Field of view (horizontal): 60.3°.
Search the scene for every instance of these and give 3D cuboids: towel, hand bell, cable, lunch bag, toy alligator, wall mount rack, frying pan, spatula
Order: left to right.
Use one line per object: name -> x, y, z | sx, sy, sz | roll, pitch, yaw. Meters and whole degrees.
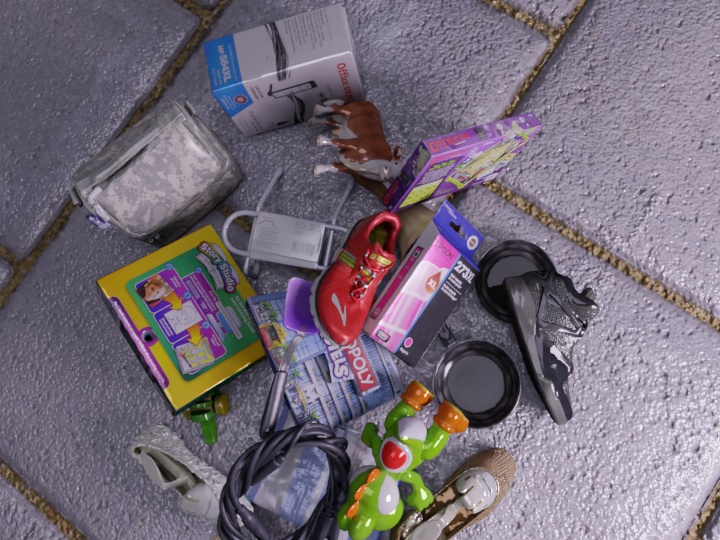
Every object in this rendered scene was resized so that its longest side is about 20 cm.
lunch bag -> -0.289, -0.141, 0.878 | 0.200, 0.168, 0.140 | -39, 76, 0
toy alligator -> -0.224, 0.142, 0.872 | 0.059, 0.054, 0.202 | -7, 78, 6
cable -> -0.092, 0.274, 0.776 | 0.162, 0.051, 0.201 | 8, 104, -15
spatula -> -0.089, 0.111, 0.759 | 0.056, 0.021, 0.201 | 16, 92, -33
wall mount rack -> -0.089, -0.065, 0.888 | 0.199, 0.075, 0.175 | 11, 84, 10
towel -> -0.048, 0.277, 0.838 | 0.199, 0.024, 0.148 | 21, 83, 11
hand bell -> 0.040, -0.104, 0.878 | 0.104, 0.104, 0.200 | -39, 65, -1
frying pan -> 0.124, 0.129, 0.830 | 0.190, 0.031, 0.115 | 35, 87, 20
frying pan -> 0.174, 0.025, 0.845 | 0.189, 0.031, 0.116 | -15, 83, 2

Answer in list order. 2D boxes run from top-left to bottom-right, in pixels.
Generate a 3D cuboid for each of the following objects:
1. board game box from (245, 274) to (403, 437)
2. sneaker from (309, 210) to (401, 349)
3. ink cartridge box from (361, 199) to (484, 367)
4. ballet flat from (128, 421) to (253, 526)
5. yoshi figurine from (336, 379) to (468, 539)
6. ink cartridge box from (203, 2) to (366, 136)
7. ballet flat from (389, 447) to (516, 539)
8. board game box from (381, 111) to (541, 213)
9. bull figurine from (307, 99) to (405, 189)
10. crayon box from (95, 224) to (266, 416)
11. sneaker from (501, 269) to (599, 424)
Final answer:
board game box -> -0.023, 0.094, 0.826 | 0.199, 0.062, 0.201 | -23, 83, -16
sneaker -> 0.000, 0.000, 0.762 | 0.077, 0.085, 0.201 | 34, 52, -22
ink cartridge box -> 0.089, 0.018, 0.795 | 0.201, 0.095, 0.037 | -57, 35, -6
ballet flat -> -0.237, 0.288, 0.838 | 0.200, 0.072, 0.072 | 36, 86, 15
yoshi figurine -> 0.047, 0.246, 0.782 | 0.112, 0.112, 0.200 | 41, 80, -19
ink cartridge box -> -0.101, -0.281, 0.890 | 0.199, 0.146, 0.085 | -14, 76, 6
ballet flat -> 0.121, 0.303, 0.787 | 0.200, 0.065, 0.071 | -42, 79, -1
board game box -> 0.131, -0.139, 0.797 | 0.199, 0.120, 0.032 | -21, 76, -33
bull figurine -> -0.006, -0.174, 0.859 | 0.120, 0.065, 0.201 | 4, 40, -14
crayon box -> -0.228, 0.063, 0.843 | 0.172, 0.058, 0.201 | -30, 82, -28
sneaker -> 0.261, 0.093, 0.792 | 0.113, 0.076, 0.201 | -15, 88, 5
